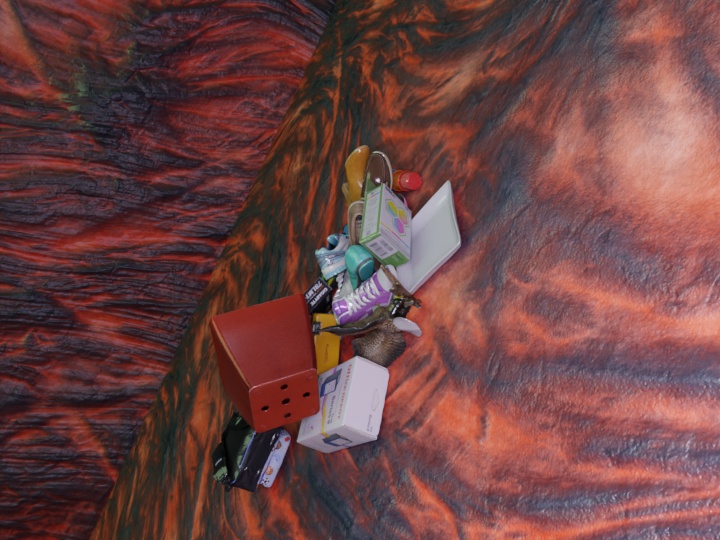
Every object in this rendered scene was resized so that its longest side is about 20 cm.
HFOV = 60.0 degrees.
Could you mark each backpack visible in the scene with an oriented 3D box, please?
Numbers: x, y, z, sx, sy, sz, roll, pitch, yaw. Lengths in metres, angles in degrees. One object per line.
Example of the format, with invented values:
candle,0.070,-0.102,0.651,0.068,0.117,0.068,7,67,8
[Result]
backpack,-0.272,0.433,1.542,0.190,0.153,0.202,10,69,58

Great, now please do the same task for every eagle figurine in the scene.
eagle figurine,0.029,0.111,1.231,0.200,0.152,0.151,-43,-11,9

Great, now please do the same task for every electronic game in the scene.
electronic game,-0.062,-0.032,1.667,0.200,0.041,0.202,-159,89,-76

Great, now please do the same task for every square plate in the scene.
square plate,0.140,-0.058,1.295,0.198,0.028,0.202,-49,27,36

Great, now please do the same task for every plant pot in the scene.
plant pot,-0.173,0.197,1.244,0.177,0.197,0.202,-124,25,-46

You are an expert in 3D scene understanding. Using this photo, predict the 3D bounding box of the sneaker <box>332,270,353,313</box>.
sneaker,-0.017,0.054,1.478,0.081,0.075,0.202,-37,34,32

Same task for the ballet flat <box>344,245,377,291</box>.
ballet flat,0.000,0.000,1.370,0.067,0.071,0.201,-33,-23,-11

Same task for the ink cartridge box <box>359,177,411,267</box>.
ink cartridge box,0.058,-0.114,1.350,0.059,0.104,0.202,-25,41,32

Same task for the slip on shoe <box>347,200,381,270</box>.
slip on shoe,0.012,-0.054,1.400,0.061,0.075,0.203,-98,1,-63

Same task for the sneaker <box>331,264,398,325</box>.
sneaker,0.004,0.063,1.322,0.073,0.113,0.201,65,147,25

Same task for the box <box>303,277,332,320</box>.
box,-0.146,0.122,1.459,0.198,0.050,0.200,-44,-8,-13

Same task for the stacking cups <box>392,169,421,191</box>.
stacking cups,0.084,-0.226,1.546,0.061,0.060,0.200,-66,22,-3

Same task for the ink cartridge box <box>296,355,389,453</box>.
ink cartridge box,-0.037,0.277,1.268,0.199,0.087,0.147,-32,38,50

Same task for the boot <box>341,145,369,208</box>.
boot,0.014,-0.205,1.587,0.145,0.070,0.202,60,154,21

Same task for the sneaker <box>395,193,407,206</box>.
sneaker,0.040,-0.097,1.471,0.202,0.095,0.079,-65,21,-5

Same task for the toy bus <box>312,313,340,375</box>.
toy bus,-0.088,0.198,1.413,0.078,0.064,0.203,-178,93,-68

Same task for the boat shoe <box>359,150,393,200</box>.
boat shoe,0.032,-0.181,1.502,0.075,0.074,0.205,-39,-44,-56

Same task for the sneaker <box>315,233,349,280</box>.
sneaker,-0.032,-0.061,1.522,0.077,0.087,0.200,-24,12,47

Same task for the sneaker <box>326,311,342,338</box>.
sneaker,-0.115,0.175,1.503,0.200,0.077,0.085,-46,11,-22
